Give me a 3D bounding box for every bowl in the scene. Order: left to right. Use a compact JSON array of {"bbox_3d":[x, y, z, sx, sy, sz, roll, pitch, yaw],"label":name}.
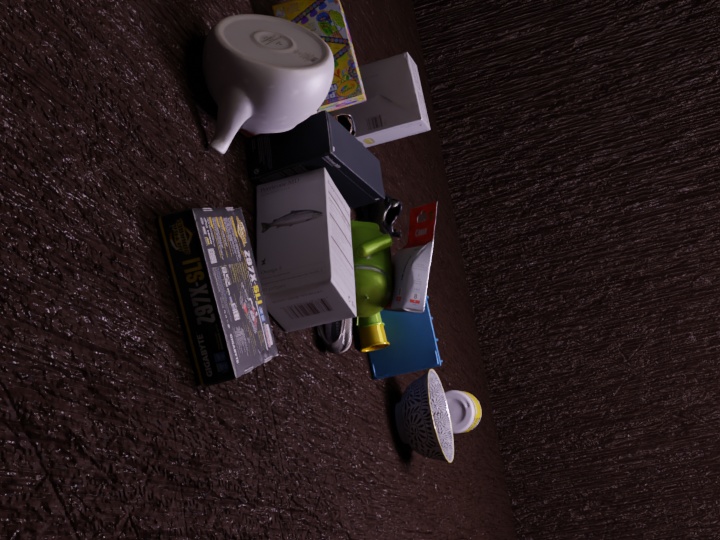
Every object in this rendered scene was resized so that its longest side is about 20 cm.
[{"bbox_3d":[0.130,0.319,1.824,0.201,0.094,0.201,-13,90,-77],"label":"bowl"}]

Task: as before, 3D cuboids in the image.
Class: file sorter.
[{"bbox_3d":[0.084,0.111,1.755,0.123,0.138,0.201,22,56,-77],"label":"file sorter"}]

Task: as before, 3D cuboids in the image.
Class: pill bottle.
[{"bbox_3d":[0.262,0.376,2.263,0.200,0.111,0.112,28,50,-72],"label":"pill bottle"}]

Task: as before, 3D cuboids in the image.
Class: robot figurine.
[{"bbox_3d":[0.000,0.000,1.562,0.176,0.115,0.200,107,-14,-46],"label":"robot figurine"}]

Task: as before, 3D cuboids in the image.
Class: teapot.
[{"bbox_3d":[-0.136,-0.263,1.211,0.198,0.199,0.146,60,-36,41],"label":"teapot"}]

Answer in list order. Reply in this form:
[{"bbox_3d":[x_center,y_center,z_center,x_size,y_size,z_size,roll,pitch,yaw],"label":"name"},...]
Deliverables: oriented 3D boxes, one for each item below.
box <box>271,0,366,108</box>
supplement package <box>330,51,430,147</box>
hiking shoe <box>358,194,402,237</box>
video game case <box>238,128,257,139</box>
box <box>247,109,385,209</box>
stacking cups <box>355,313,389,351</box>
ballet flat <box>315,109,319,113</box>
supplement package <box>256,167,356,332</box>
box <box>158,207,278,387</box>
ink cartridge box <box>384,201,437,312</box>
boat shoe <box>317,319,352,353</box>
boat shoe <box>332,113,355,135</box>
[{"bbox_3d":[-0.073,-0.402,1.597,0.200,0.122,0.193,-77,153,-81],"label":"box"},{"bbox_3d":[0.037,-0.371,1.892,0.111,0.199,0.156,8,70,-74],"label":"supplement package"},{"bbox_3d":[0.046,-0.148,1.923,0.076,0.100,0.201,51,29,-62],"label":"hiking shoe"},{"bbox_3d":[-0.166,-0.266,1.362,0.200,0.017,0.144,28,50,-72],"label":"video game case"},{"bbox_3d":[-0.066,-0.160,1.346,0.200,0.141,0.079,33,48,-60],"label":"box"},{"bbox_3d":[0.007,0.055,1.668,0.060,0.060,0.201,30,46,-71],"label":"stacking cups"},{"bbox_3d":[-0.101,-0.265,1.433,0.068,0.068,0.200,50,27,-43],"label":"ballet flat"},{"bbox_3d":[-0.081,-0.030,1.265,0.117,0.117,0.201,57,24,-54],"label":"supplement package"},{"bbox_3d":[-0.166,0.025,1.020,0.160,0.049,0.201,-24,100,-79],"label":"box"},{"bbox_3d":[0.085,-0.024,1.563,0.162,0.050,0.201,173,-78,-76],"label":"ink cartridge box"},{"bbox_3d":[-0.047,0.040,1.444,0.057,0.067,0.201,50,33,-71],"label":"boat shoe"},{"bbox_3d":[-0.048,-0.284,1.738,0.200,0.072,0.072,-61,136,-70],"label":"boat shoe"}]
